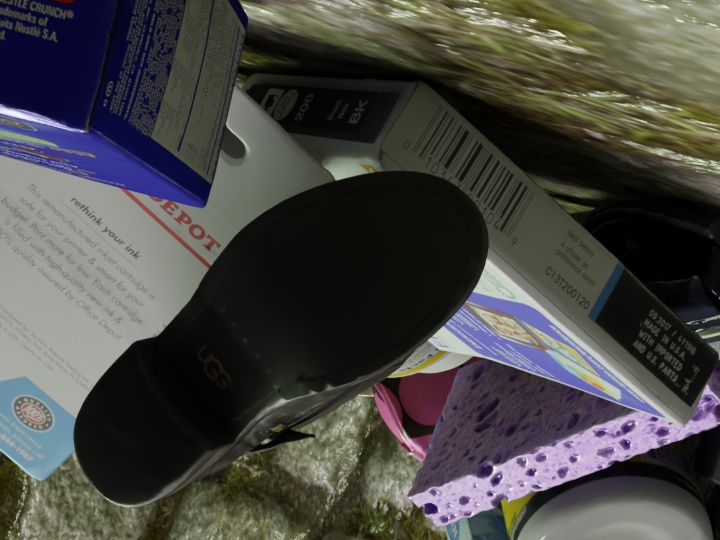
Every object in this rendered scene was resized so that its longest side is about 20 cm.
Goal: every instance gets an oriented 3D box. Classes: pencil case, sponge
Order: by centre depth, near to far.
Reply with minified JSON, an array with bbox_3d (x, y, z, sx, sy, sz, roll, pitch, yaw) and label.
[{"bbox_3d":[0.120,0.065,0.927,0.200,0.112,0.030,-27,113,37],"label":"sponge"},{"bbox_3d":[0.108,0.068,1.227,0.199,0.094,0.091,-24,159,3],"label":"pencil case"}]

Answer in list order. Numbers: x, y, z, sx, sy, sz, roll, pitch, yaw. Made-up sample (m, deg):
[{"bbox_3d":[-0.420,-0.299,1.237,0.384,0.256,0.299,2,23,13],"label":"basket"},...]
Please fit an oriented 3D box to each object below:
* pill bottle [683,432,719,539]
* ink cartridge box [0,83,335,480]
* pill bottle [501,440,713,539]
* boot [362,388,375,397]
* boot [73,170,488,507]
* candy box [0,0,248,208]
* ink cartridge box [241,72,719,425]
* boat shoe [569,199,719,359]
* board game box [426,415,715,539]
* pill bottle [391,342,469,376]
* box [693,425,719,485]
[{"bbox_3d":[0.246,0.109,1.075,0.106,0.106,0.200,18,-150,-34],"label":"pill bottle"},{"bbox_3d":[-0.106,-0.021,0.715,0.116,0.200,0.067,43,-155,-11],"label":"ink cartridge box"},{"bbox_3d":[0.133,0.101,1.037,0.114,0.114,0.200,17,-146,-19],"label":"pill bottle"},{"bbox_3d":[0.005,0.022,1.326,0.199,0.147,0.070,16,180,28],"label":"boot"},{"bbox_3d":[-0.011,0.022,0.696,0.069,0.200,0.174,60,-157,8],"label":"boot"},{"bbox_3d":[-0.129,-0.082,0.511,0.168,0.077,0.200,16,177,3],"label":"candy box"},{"bbox_3d":[0.032,-0.015,0.773,0.198,0.043,0.200,39,167,-29],"label":"ink cartridge box"},{"bbox_3d":[0.120,-0.006,0.843,0.200,0.075,0.093,8,162,47],"label":"boat shoe"},{"bbox_3d":[0.156,0.177,1.079,0.199,0.043,0.199,4,-141,-15],"label":"board game box"},{"bbox_3d":[0.000,0.000,0.992,0.114,0.115,0.200,16,178,28],"label":"pill bottle"},{"bbox_3d":[0.253,0.070,0.888,0.106,0.123,0.200,17,179,1],"label":"box"}]
